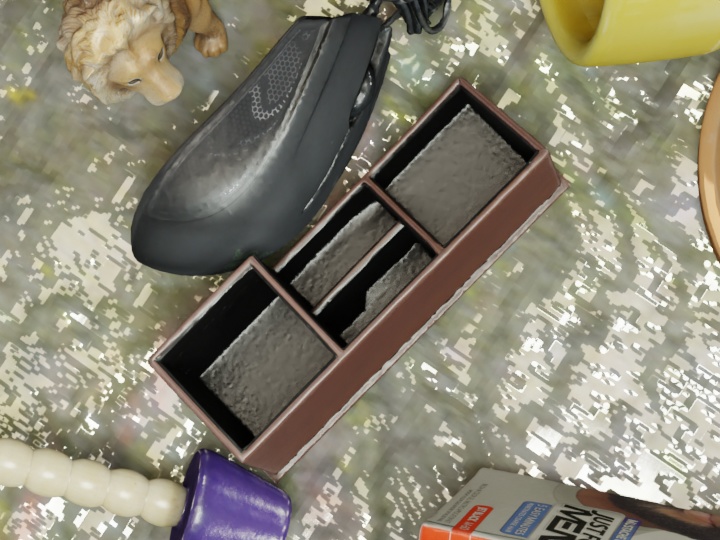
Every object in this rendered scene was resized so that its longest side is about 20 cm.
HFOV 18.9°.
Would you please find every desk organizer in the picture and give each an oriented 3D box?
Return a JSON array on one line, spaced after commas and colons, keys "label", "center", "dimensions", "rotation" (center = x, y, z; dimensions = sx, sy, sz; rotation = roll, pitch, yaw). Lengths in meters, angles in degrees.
[{"label": "desk organizer", "center": [0.000, 0.000, 0.998], "dimensions": [0.200, 0.077, 0.072], "rotation": [-45, 77, 0]}]

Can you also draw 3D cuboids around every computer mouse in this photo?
[{"label": "computer mouse", "center": [-0.027, -0.067, 0.995], "dimensions": [0.053, 0.138, 0.200], "rotation": [43, 100, 17]}]

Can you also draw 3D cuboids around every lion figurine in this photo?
[{"label": "lion figurine", "center": [-0.077, -0.166, 1.015], "dimensions": [0.072, 0.122, 0.202], "rotation": [21, 84, 13]}]

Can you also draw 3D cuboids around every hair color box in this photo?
[{"label": "hair color box", "center": [0.129, 0.142, 0.924], "dimensions": [0.198, 0.111, 0.065], "rotation": [11, 100, 15]}]

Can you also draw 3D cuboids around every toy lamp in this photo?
[{"label": "toy lamp", "center": [-0.129, 0.094, 0.989], "dimensions": [0.198, 0.058, 0.059], "rotation": [17, 83, -12]}]

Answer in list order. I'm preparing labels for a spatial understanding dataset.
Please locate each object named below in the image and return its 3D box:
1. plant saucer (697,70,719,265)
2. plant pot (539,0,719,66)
[{"label": "plant saucer", "center": [0.253, -0.049, 0.985], "dimensions": [0.198, 0.032, 0.203], "rotation": [-2, 81, 10]}, {"label": "plant pot", "center": [0.177, -0.198, 0.952], "dimensions": [0.187, 0.201, 0.203], "rotation": [-5, 79, -8]}]
